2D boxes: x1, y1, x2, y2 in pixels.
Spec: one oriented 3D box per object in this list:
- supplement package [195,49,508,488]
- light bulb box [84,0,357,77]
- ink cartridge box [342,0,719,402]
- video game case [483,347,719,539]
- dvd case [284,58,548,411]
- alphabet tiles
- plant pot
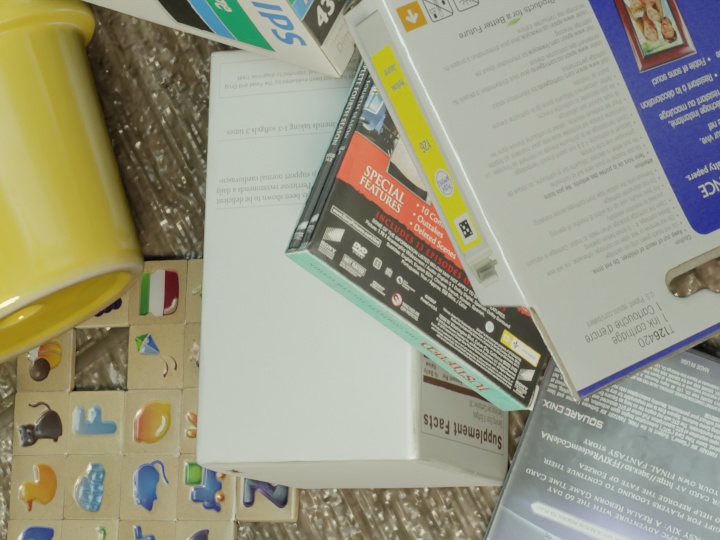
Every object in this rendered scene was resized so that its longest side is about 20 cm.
[{"bbox_3d":[0.000,0.000,1.411,0.116,0.117,0.201,-2,80,25],"label":"supplement package"},{"bbox_3d":[-0.065,-0.221,1.348,0.199,0.125,0.199,19,73,31],"label":"light bulb box"},{"bbox_3d":[0.118,-0.062,1.330,0.047,0.197,0.201,-27,86,60],"label":"ink cartridge box"},{"bbox_3d":[0.127,0.133,1.385,0.142,0.019,0.201,21,91,26],"label":"video game case"},{"bbox_3d":[0.055,-0.057,1.353,0.022,0.146,0.201,-9,53,52],"label":"dvd case"},{"bbox_3d":[-0.106,0.094,1.506,0.166,0.008,0.202,-2,81,24],"label":"alphabet tiles"},{"bbox_3d":[-0.207,-0.055,1.480,0.200,0.201,0.190,-29,81,18],"label":"plant pot"}]
